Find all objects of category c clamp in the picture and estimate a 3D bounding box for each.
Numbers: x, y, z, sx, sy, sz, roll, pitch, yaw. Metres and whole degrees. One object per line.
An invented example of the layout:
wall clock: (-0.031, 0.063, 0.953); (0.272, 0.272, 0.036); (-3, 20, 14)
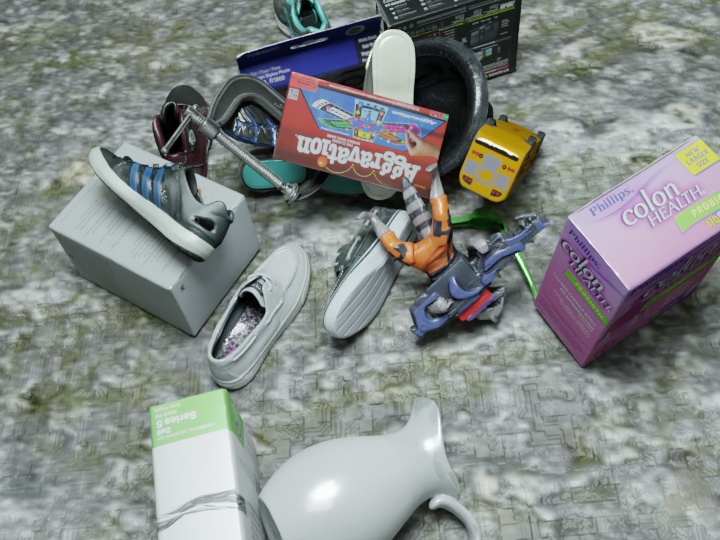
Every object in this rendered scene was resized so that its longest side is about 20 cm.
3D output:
c clamp: (-0.125, -0.150, 1.013); (0.198, 0.027, 0.173); (32, 56, -19)

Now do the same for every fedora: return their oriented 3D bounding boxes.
fedora: (0.101, -0.203, 1.087); (0.198, 0.091, 0.206); (-4, 84, 42)

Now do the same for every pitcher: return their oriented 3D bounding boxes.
pitcher: (0.013, 0.242, 0.826); (0.197, 0.122, 0.174); (-21, 71, -21)

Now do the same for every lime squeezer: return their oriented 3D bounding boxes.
lime squeezer: (0.160, -0.036, 1.029); (0.199, 0.038, 0.071); (36, 67, 25)

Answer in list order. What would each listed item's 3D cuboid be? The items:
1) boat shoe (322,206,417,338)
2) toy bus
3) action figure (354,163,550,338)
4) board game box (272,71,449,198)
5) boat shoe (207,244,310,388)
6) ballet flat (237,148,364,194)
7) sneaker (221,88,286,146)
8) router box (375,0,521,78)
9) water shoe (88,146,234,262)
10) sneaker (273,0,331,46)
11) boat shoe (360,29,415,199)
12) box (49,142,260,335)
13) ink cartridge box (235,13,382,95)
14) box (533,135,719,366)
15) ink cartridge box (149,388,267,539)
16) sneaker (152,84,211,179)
boat shoe: (0.000, 0.000, 1.013); (0.070, 0.073, 0.201); (16, 49, 26)
toy bus: (0.178, -0.141, 1.031); (0.064, 0.080, 0.200); (25, 18, 11)
action figure: (0.116, -0.030, 0.962); (0.198, 0.105, 0.195); (-34, 100, 13)
board game box: (0.001, -0.161, 1.003); (0.195, 0.019, 0.105); (13, 99, -9)
boat shoe: (-0.123, 0.040, 0.992); (0.071, 0.069, 0.201); (24, 63, 21)
ballet flat: (-0.064, -0.141, 1.111); (0.195, 0.069, 0.064); (0, 26, 4)
sneaker: (-0.107, -0.192, 1.105); (0.197, 0.078, 0.077); (-6, 83, -43)
router box: (0.123, -0.324, 1.154); (0.196, 0.151, 0.063); (-18, 56, -6)
water shoe: (-0.225, -0.091, 0.955); (0.199, 0.072, 0.079); (39, 84, 16)
sneaker: (-0.081, -0.384, 1.252); (0.076, 0.092, 0.202); (-23, 57, -10)
boat shoe: (0.033, -0.194, 1.045); (0.070, 0.207, 0.060); (4, 12, -6)
box: (-0.251, -0.042, 1.037); (0.197, 0.107, 0.153); (25, 62, 21)
ink cartridge box: (-0.064, -0.265, 1.116); (0.195, 0.200, 0.042); (-17, 87, -4)
box: (0.297, -0.013, 0.895); (0.174, 0.201, 0.097); (-30, 65, -14)
ink cartridge box: (-0.142, 0.244, 0.814); (0.082, 0.147, 0.203); (-12, 55, -2)
sneaker: (-0.245, -0.208, 1.140); (0.074, 0.116, 0.203); (-12, 56, -2)
